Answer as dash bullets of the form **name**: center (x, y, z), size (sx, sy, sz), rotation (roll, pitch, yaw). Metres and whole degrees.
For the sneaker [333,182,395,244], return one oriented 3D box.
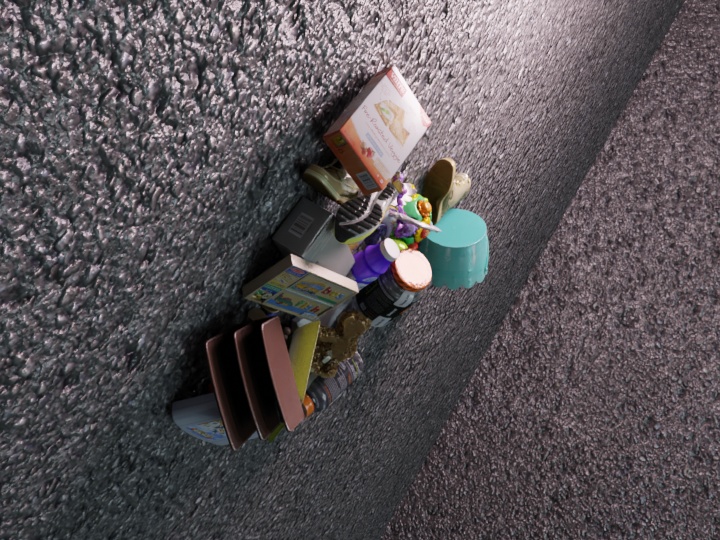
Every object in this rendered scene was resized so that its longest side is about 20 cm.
- **sneaker**: center (0.005, -0.097, 1.280), size (0.200, 0.077, 0.091), rotation (-48, 166, -47)

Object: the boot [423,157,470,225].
- **boot**: center (0.233, -0.227, 1.718), size (0.155, 0.072, 0.203), rotation (-38, 150, -38)

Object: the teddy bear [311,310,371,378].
- **teddy bear**: center (-0.061, 0.165, 1.520), size (0.142, 0.067, 0.203), rotation (10, 119, -24)

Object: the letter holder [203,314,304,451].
- **letter holder**: center (-0.191, 0.202, 1.196), size (0.142, 0.098, 0.204), rotation (-30, 107, -73)

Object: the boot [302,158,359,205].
- **boot**: center (-0.027, -0.207, 1.243), size (0.157, 0.071, 0.200), rotation (-60, 161, 3)

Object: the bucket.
- **bucket**: center (0.250, -0.063, 1.793), size (0.206, 0.205, 0.137), rotation (-39, 141, -36)

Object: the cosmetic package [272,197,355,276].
- **cosmetic package**: center (-0.087, -0.039, 1.302), size (0.108, 0.089, 0.201), rotation (-55, 153, -14)

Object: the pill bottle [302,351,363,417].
- **pill bottle**: center (-0.090, 0.271, 1.623), size (0.199, 0.105, 0.108), rotation (-39, 149, -38)

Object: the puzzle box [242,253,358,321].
- **puzzle box**: center (-0.110, 0.037, 1.266), size (0.132, 0.026, 0.198), rotation (-33, 147, 26)

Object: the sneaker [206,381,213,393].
- **sneaker**: center (-0.244, 0.272, 1.353), size (0.078, 0.081, 0.201), rotation (-53, 156, -13)

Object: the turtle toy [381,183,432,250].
- **turtle toy**: center (0.107, -0.098, 1.589), size (0.201, 0.100, 0.147), rotation (-51, 155, -18)

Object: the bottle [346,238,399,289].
- **bottle**: center (0.000, 0.000, 1.426), size (0.199, 0.066, 0.083), rotation (-34, 161, 35)

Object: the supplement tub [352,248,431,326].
- **supplement tub**: center (0.072, 0.038, 1.505), size (0.122, 0.123, 0.200), rotation (-38, 177, -37)

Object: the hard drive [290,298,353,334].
- **hard drive**: center (-0.086, 0.103, 1.536), size (0.199, 0.025, 0.134), rotation (-41, 150, -35)

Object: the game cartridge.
- **game cartridge**: center (-0.269, 0.290, 1.279), size (0.131, 0.042, 0.201), rotation (-19, 147, 12)

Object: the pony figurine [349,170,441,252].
- **pony figurine**: center (0.064, -0.120, 1.450), size (0.201, 0.167, 0.191), rotation (-49, 148, 20)

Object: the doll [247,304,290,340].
- **doll**: center (-0.193, 0.151, 1.356), size (0.136, 0.048, 0.203), rotation (-39, 149, -42)

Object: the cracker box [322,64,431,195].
- **cracker box**: center (0.035, -0.257, 1.208), size (0.134, 0.057, 0.201), rotation (50, 56, -25)

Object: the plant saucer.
- **plant saucer**: center (-0.156, 0.224, 1.384), size (0.201, 0.047, 0.202), rotation (126, -19, -45)

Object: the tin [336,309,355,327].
- **tin**: center (-0.006, 0.112, 1.638), size (0.200, 0.042, 0.112), rotation (-42, -179, -32)
